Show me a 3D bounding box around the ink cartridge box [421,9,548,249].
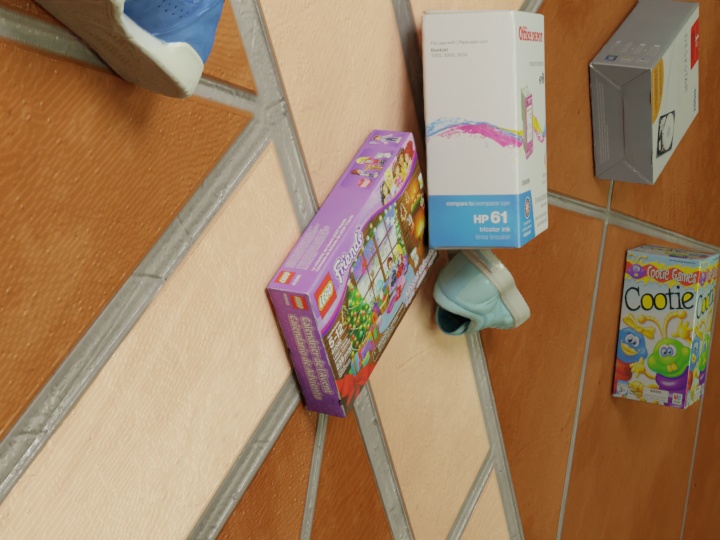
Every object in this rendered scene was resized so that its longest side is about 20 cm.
[{"bbox_3d":[0.111,-0.126,1.253,0.145,0.084,0.201,-27,115,-71],"label":"ink cartridge box"}]

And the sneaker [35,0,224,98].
[{"bbox_3d":[-0.126,-0.186,0.803,0.111,0.077,0.200,-69,156,-11],"label":"sneaker"}]

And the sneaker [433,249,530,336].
[{"bbox_3d":[0.105,0.028,1.375,0.082,0.074,0.200,-40,157,0],"label":"sneaker"}]

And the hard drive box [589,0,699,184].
[{"bbox_3d":[0.350,-0.222,1.759,0.200,0.077,0.156,-51,141,-47],"label":"hard drive box"}]

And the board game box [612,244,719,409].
[{"bbox_3d":[0.413,0.073,1.944,0.103,0.105,0.201,-12,108,-62],"label":"board game box"}]

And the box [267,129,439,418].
[{"bbox_3d":[0.000,0.000,1.162,0.200,0.039,0.137,-58,145,-39],"label":"box"}]
